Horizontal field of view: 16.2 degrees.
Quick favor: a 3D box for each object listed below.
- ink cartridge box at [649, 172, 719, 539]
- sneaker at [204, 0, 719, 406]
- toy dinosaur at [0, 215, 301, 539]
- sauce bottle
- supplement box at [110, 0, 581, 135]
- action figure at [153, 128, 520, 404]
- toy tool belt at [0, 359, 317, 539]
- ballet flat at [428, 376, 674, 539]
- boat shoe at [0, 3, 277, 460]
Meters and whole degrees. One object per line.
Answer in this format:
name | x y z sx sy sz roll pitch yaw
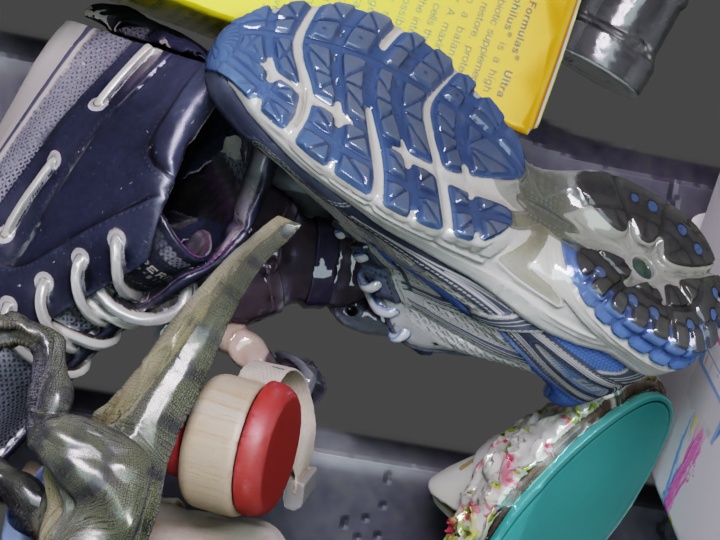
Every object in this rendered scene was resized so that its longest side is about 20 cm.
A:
ink cartridge box | 0.186 0.048 0.906 0.128 0.200 0.126 15 108 -9
sneaker | 0.023 -0.010 0.850 0.199 0.085 0.077 33 44 -18
toy dinosaur | -0.096 0.061 0.823 0.088 0.047 0.201 23 87 16
sauce bottle | 0.133 -0.162 0.943 0.066 0.066 0.201 32 87 -9
supplement box | -0.022 -0.132 0.898 0.199 0.109 0.110 20 90 -10
action figure | 0.000 0.000 0.932 0.198 0.069 0.131 8 99 -5
toy tool belt | -0.093 0.119 0.889 0.122 0.125 0.201 14 114 14
ballet flat | 0.039 0.113 0.933 0.075 0.064 0.201 26 97 -51
boat shoe | -0.101 0.005 0.862 0.075 0.092 0.201 31 82 -42
